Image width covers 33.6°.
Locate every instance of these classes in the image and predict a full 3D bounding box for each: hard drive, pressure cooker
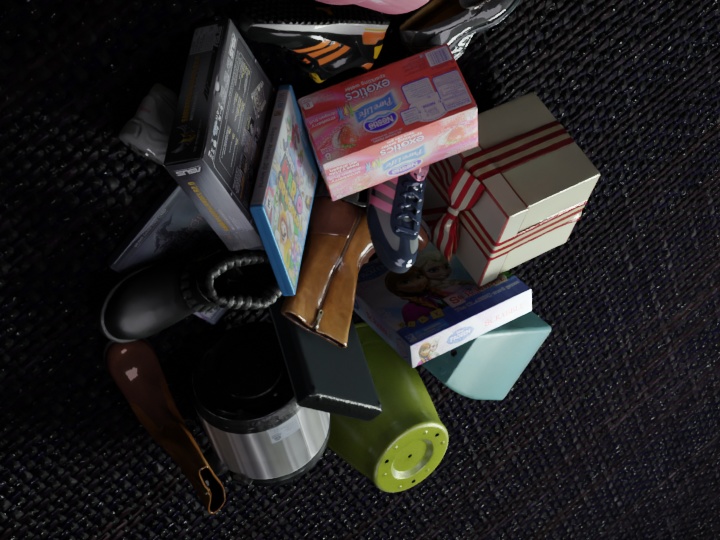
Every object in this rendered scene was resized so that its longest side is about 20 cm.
[{"bbox_3d":[-0.051,0.094,1.552,0.033,0.202,0.139,-39,143,27],"label":"hard drive"},{"bbox_3d":[-0.131,0.193,1.614,0.173,0.180,0.201,1,140,13],"label":"pressure cooker"}]

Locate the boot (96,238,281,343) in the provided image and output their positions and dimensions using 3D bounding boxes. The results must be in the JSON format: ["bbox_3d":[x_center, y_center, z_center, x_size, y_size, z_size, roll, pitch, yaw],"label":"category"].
[{"bbox_3d":[-0.201,0.028,1.406,0.210,0.157,0.080,-32,113,-18],"label":"boot"}]

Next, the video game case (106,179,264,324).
[{"bbox_3d":[-0.205,-0.023,1.503,0.143,0.019,0.200,-49,140,6],"label":"video game case"}]

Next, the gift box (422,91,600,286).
[{"bbox_3d":[0.177,-0.113,1.615,0.185,0.201,0.186,-25,149,-25],"label":"gift box"}]

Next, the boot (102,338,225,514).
[{"bbox_3d":[-0.249,0.193,1.508,0.068,0.200,0.190,-25,136,-19],"label":"boot"}]

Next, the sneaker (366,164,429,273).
[{"bbox_3d":[0.053,-0.101,1.505,0.069,0.203,0.082,9,157,-34],"label":"sneaker"}]

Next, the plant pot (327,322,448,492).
[{"bbox_3d":[0.027,0.214,1.753,0.199,0.193,0.202,-22,135,-23],"label":"plant pot"}]

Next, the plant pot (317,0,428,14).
[{"bbox_3d":[0.011,-0.365,1.271,0.201,0.200,0.179,-51,154,9],"label":"plant pot"}]

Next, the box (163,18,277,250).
[{"bbox_3d":[-0.145,-0.150,1.320,0.048,0.202,0.159,-7,145,20],"label":"box"}]

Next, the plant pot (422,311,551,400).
[{"bbox_3d":[0.158,0.101,1.757,0.142,0.141,0.199,-57,156,16],"label":"plant pot"}]

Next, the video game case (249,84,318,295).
[{"bbox_3d":[-0.084,-0.093,1.371,0.018,0.202,0.144,-4,137,13],"label":"video game case"}]

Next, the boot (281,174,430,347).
[{"bbox_3d":[0.000,0.000,1.537,0.187,0.068,0.202,28,64,-36],"label":"boot"}]

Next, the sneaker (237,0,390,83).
[{"bbox_3d":[-0.055,-0.258,1.384,0.198,0.070,0.091,-8,125,-36],"label":"sneaker"}]

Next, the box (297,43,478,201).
[{"bbox_3d":[0.036,-0.178,1.450,0.198,0.104,0.095,-22,154,-3],"label":"box"}]

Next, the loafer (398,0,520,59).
[{"bbox_3d":[0.132,-0.332,1.474,0.200,0.073,0.072,-45,135,0],"label":"loafer"}]

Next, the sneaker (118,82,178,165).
[{"bbox_3d":[-0.181,-0.151,1.373,0.199,0.077,0.100,29,88,-56],"label":"sneaker"}]

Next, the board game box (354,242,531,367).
[{"bbox_3d":[0.100,0.031,1.650,0.198,0.199,0.042,-24,128,-22],"label":"board game box"}]

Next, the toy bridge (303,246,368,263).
[{"bbox_3d":[0.003,-0.042,1.644,0.198,0.027,0.068,-14,130,-28],"label":"toy bridge"}]
